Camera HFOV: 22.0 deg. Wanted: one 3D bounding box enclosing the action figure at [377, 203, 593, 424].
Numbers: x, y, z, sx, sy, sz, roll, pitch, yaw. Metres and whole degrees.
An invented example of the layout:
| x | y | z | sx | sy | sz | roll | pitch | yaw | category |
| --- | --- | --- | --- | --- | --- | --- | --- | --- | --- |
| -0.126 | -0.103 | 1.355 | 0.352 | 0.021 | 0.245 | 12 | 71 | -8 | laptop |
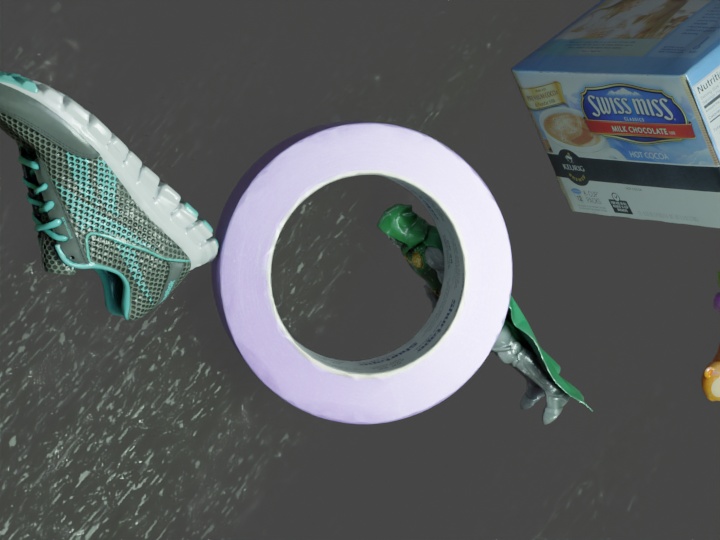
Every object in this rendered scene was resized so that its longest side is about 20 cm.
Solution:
| x | y | z | sx | sy | sz | roll | pitch | yaw | category |
| --- | --- | --- | --- | --- | --- | --- | --- | --- | --- |
| 0.081 | 0.026 | 1.348 | 0.055 | 0.118 | 0.200 | -44 | 110 | -8 | action figure |

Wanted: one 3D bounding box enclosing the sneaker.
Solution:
| x | y | z | sx | sy | sz | roll | pitch | yaw | category |
| --- | --- | --- | --- | --- | --- | --- | --- | --- | --- |
| -0.179 | -0.043 | 1.170 | 0.200 | 0.077 | 0.091 | 44 | 76 | -28 | sneaker |

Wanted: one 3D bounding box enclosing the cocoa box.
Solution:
| x | y | z | sx | sy | sz | roll | pitch | yaw | category |
| --- | --- | --- | --- | --- | --- | --- | --- | --- | --- |
| 0.235 | -0.125 | 1.359 | 0.133 | 0.200 | 0.132 | -38 | 115 | -23 | cocoa box |

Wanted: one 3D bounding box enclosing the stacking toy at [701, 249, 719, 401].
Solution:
| x | y | z | sx | sy | sz | roll | pitch | yaw | category |
| --- | --- | --- | --- | --- | --- | --- | --- | --- | --- |
| 0.328 | 0.015 | 1.512 | 0.116 | 0.110 | 0.201 | 19 | 97 | -37 | stacking toy |

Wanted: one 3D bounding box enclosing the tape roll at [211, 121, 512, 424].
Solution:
| x | y | z | sx | sy | sz | roll | pitch | yaw | category |
| --- | --- | --- | --- | --- | --- | --- | --- | --- | --- |
| 0.000 | 0.000 | 1.255 | 0.199 | 0.066 | 0.202 | -1 | 96 | -9 | tape roll |
